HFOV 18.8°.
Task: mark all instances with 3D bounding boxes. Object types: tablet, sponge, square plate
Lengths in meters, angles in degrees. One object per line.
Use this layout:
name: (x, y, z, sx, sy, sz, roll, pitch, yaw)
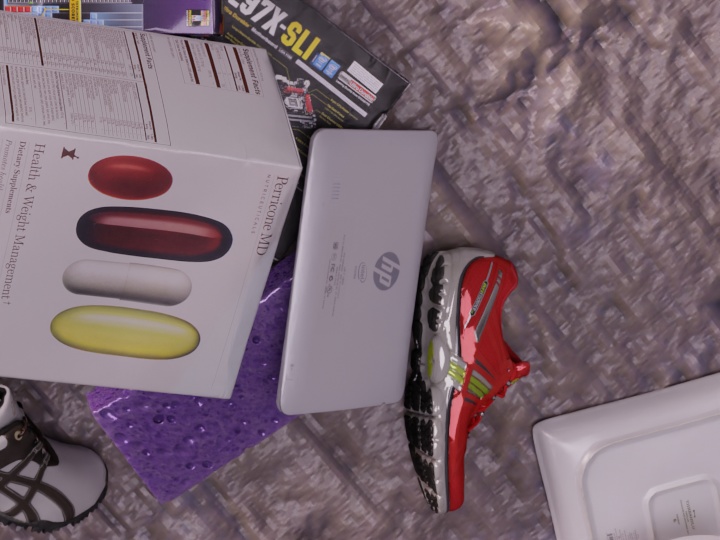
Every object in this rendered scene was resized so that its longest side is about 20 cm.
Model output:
tablet: (0.000, 0.000, 1.535, 0.130, 0.014, 0.201, -3, 105, -47)
sponge: (-0.088, 0.075, 1.562, 0.199, 0.030, 0.112, -34, 130, 0)
square plate: (0.245, 0.187, 1.665, 0.197, 0.028, 0.201, -15, 105, -6)

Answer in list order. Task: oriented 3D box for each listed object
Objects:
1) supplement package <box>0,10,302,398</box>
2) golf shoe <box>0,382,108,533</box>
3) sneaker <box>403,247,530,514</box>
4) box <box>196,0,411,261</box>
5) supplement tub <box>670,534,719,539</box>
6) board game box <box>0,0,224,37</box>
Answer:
supplement package: (-0.165, -0.041, 1.408, 0.199, 0.147, 0.192, 6, 124, -18)
golf shoe: (-0.241, 0.125, 1.503, 0.199, 0.078, 0.095, 6, 122, -49)
sneaker: (0.082, 0.084, 1.591, 0.084, 0.077, 0.201, 1, 104, -15)
box: (-0.090, -0.128, 1.524, 0.200, 0.049, 0.160, 35, 93, -15)
supplement tub: (0.260, 0.311, 1.615, 0.144, 0.145, 0.201, -16, 122, -5)
board game box: (-0.174, -0.255, 1.444, 0.164, 0.057, 0.201, 0, 95, 4)
